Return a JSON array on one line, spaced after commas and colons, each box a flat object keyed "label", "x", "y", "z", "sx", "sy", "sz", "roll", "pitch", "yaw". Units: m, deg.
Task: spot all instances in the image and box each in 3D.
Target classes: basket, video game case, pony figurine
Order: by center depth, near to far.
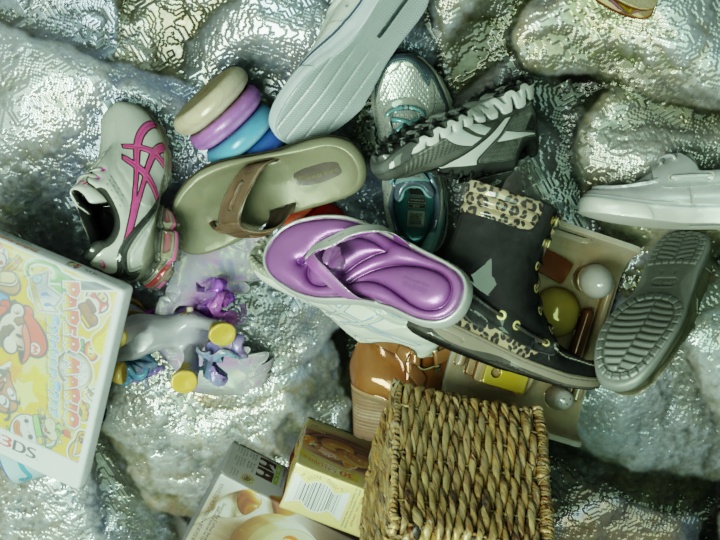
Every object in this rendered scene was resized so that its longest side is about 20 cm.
[{"label": "video game case", "x": -0.302, "y": 0.071, "z": 1.278, "sx": 0.182, "sy": 0.023, "sz": 0.200, "roll": 22, "pitch": 111, "yaw": 14}, {"label": "basket", "x": 0.081, "y": 0.217, "z": 1.292, "sx": 0.149, "sy": 0.200, "sz": 0.143, "roll": 11, "pitch": 126, "yaw": -7}, {"label": "pony figurine", "x": -0.168, "y": 0.055, "z": 1.377, "sx": 0.193, "sy": 0.200, "sz": 0.167, "roll": -2, "pitch": 102, "yaw": -12}]

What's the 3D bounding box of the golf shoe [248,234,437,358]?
[{"label": "golf shoe", "x": -0.013, "y": 0.031, "z": 1.354, "sx": 0.200, "sy": 0.078, "sz": 0.097, "roll": 18, "pitch": 133, "yaw": 7}]

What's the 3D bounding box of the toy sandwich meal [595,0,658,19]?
[{"label": "toy sandwich meal", "x": 0.260, "y": -0.328, "z": 1.281, "sx": 0.205, "sy": 0.070, "sz": 0.205, "roll": 1, "pitch": 107, "yaw": 3}]

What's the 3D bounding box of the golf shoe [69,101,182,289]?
[{"label": "golf shoe", "x": -0.219, "y": -0.081, "z": 1.325, "sx": 0.092, "sy": 0.200, "sz": 0.073, "roll": 18, "pitch": 136, "yaw": -38}]

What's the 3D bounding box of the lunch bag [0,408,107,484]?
[{"label": "lunch bag", "x": -0.319, "y": 0.094, "z": 1.395, "sx": 0.082, "sy": 0.161, "sz": 0.200, "roll": -16, "pitch": 104, "yaw": 8}]

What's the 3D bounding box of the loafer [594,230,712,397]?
[{"label": "loafer", "x": 0.282, "y": 0.049, "z": 1.344, "sx": 0.075, "sy": 0.200, "sz": 0.070, "roll": 6, "pitch": 135, "yaw": 39}]

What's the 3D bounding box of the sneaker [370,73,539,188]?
[{"label": "sneaker", "x": 0.096, "y": -0.105, "z": 1.308, "sx": 0.066, "sy": 0.200, "sz": 0.091, "roll": -3, "pitch": 110, "yaw": 51}]

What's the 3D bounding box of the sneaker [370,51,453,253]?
[{"label": "sneaker", "x": 0.053, "y": -0.103, "z": 1.352, "sx": 0.078, "sy": 0.086, "sz": 0.200, "roll": -6, "pitch": 106, "yaw": 5}]

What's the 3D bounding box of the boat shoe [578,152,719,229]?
[{"label": "boat shoe", "x": 0.305, "y": -0.076, "z": 1.359, "sx": 0.200, "sy": 0.072, "sz": 0.069, "roll": 1, "pitch": 85, "yaw": 10}]

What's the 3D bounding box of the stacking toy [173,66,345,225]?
[{"label": "stacking toy", "x": -0.081, "y": -0.094, "z": 1.373, "sx": 0.085, "sy": 0.085, "sz": 0.200, "roll": -39, "pitch": 106, "yaw": 13}]

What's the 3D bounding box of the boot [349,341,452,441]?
[{"label": "boot", "x": 0.089, "y": 0.095, "z": 1.424, "sx": 0.200, "sy": 0.077, "sz": 0.155, "roll": 7, "pitch": 103, "yaw": 9}]

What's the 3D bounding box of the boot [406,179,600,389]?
[{"label": "boot", "x": 0.150, "y": 0.017, "z": 1.304, "sx": 0.200, "sy": 0.073, "sz": 0.151, "roll": 20, "pitch": 85, "yaw": -20}]

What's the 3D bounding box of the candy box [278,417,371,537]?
[{"label": "candy box", "x": 0.026, "y": 0.222, "z": 1.434, "sx": 0.200, "sy": 0.115, "sz": 0.055, "roll": 22, "pitch": 108, "yaw": -3}]

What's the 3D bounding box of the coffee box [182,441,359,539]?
[{"label": "coffee box", "x": -0.071, "y": 0.277, "z": 1.475, "sx": 0.200, "sy": 0.080, "sz": 0.114, "roll": 27, "pitch": 106, "yaw": -4}]

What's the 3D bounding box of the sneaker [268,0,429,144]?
[{"label": "sneaker", "x": -0.014, "y": -0.202, "z": 1.335, "sx": 0.200, "sy": 0.071, "sz": 0.073, "roll": -48, "pitch": 125, "yaw": 6}]

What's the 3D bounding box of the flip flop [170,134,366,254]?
[{"label": "flip flop", "x": -0.088, "y": -0.064, "z": 1.315, "sx": 0.200, "sy": 0.058, "sz": 0.081, "roll": -16, "pitch": 120, "yaw": 18}]

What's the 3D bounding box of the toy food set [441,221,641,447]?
[{"label": "toy food set", "x": 0.172, "y": 0.053, "z": 1.373, "sx": 0.143, "sy": 0.060, "sz": 0.200, "roll": 17, "pitch": 89, "yaw": -12}]

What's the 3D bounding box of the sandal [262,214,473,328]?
[{"label": "sandal", "x": 0.002, "y": -0.007, "z": 1.258, "sx": 0.202, "sy": 0.050, "sz": 0.083, "roll": 13, "pitch": 78, "yaw": 25}]
